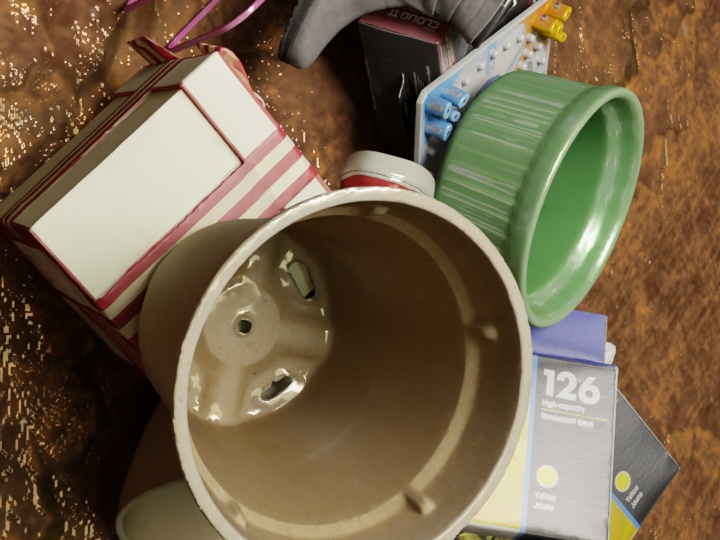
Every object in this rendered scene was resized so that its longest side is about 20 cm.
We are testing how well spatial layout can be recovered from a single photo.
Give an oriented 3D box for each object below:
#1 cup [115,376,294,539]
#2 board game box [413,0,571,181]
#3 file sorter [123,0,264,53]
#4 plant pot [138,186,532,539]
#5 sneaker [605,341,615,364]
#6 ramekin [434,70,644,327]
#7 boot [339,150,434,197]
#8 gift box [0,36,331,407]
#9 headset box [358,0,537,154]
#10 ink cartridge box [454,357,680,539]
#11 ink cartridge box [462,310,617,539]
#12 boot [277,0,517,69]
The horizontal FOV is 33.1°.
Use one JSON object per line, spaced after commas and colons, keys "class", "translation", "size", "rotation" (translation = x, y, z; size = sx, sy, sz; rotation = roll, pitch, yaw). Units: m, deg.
{"class": "cup", "translation": [-0.069, 0.122, 0.870], "size": [0.200, 0.200, 0.144], "rotation": [25, 48, -33]}
{"class": "board game box", "translation": [0.112, -0.107, 1.037], "size": [0.200, 0.026, 0.201], "rotation": [-41, 146, -36]}
{"class": "file sorter", "translation": [-0.141, -0.272, 0.867], "size": [0.200, 0.139, 0.126], "rotation": [51, 62, -22]}
{"class": "plant pot", "translation": [-0.036, 0.047, 0.680], "size": [0.199, 0.183, 0.202], "rotation": [-4, 100, -26]}
{"class": "sneaker", "translation": [0.157, 0.103, 1.099], "size": [0.199, 0.078, 0.100], "rotation": [9, 84, -36]}
{"class": "ramekin", "translation": [0.141, -0.064, 0.981], "size": [0.200, 0.097, 0.201], "rotation": [-39, 141, -40]}
{"class": "boot", "translation": [0.000, 0.000, 0.922], "size": [0.072, 0.200, 0.145], "rotation": [18, 74, 0]}
{"class": "gift box", "translation": [-0.130, -0.045, 0.830], "size": [0.187, 0.200, 0.185], "rotation": [-45, 117, -14]}
{"class": "headset box", "translation": [0.076, -0.201, 1.020], "size": [0.201, 0.077, 0.149], "rotation": [-58, 155, -27]}
{"class": "ink cartridge box", "translation": [0.159, 0.175, 1.031], "size": [0.198, 0.047, 0.200], "rotation": [-49, 113, -18]}
{"class": "ink cartridge box", "translation": [0.107, 0.111, 0.975], "size": [0.196, 0.047, 0.201], "rotation": [9, 71, -5]}
{"class": "boot", "translation": [0.040, -0.202, 0.887], "size": [0.131, 0.070, 0.200], "rotation": [38, 102, -5]}
